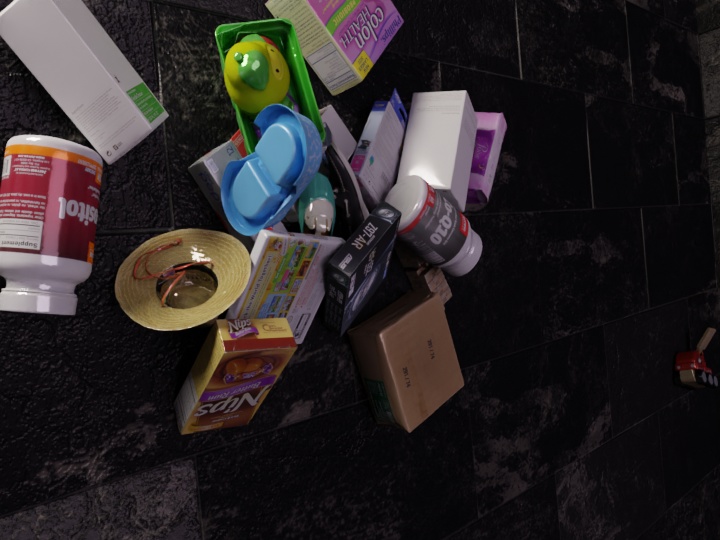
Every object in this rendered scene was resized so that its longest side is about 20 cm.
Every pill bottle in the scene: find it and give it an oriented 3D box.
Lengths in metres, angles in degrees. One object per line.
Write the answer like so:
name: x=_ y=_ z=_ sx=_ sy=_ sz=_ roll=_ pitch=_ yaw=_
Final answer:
pill bottle: x=0.140 y=-0.079 z=1.080 sx=0.198 sy=0.112 sz=0.117 roll=33 pitch=68 yaw=-33
pill bottle: x=-0.388 y=-0.051 z=0.704 sx=0.110 sy=0.111 sz=0.209 roll=8 pitch=83 yaw=-38

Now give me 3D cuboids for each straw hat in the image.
straw hat: x=-0.243 y=0.034 z=0.813 sx=0.200 sy=0.198 sz=0.087 roll=-42 pitch=146 yaw=-32

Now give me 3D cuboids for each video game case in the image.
video game case: x=-0.121 y=0.035 z=0.891 sx=0.179 sy=0.023 sz=0.205 roll=1 pitch=121 yaw=-52

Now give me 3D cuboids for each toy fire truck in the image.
toy fire truck: x=1.211 y=0.313 z=2.036 sx=0.172 sy=0.127 sz=0.208 roll=17 pitch=65 yaw=-37

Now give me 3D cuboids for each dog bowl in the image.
dog bowl: x=-0.126 y=-0.139 z=0.803 sx=0.049 sy=0.200 sz=0.113 roll=-13 pitch=63 yaw=-53

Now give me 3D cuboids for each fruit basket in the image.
fruit basket: x=-0.139 y=-0.281 z=0.852 sx=0.151 sy=0.214 sz=0.224 roll=-17 pitch=98 yaw=-25

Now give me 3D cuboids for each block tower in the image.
block tower: x=0.125 y=-0.012 z=1.170 sx=0.057 sy=0.053 sz=0.205 roll=-36 pitch=110 yaw=-33

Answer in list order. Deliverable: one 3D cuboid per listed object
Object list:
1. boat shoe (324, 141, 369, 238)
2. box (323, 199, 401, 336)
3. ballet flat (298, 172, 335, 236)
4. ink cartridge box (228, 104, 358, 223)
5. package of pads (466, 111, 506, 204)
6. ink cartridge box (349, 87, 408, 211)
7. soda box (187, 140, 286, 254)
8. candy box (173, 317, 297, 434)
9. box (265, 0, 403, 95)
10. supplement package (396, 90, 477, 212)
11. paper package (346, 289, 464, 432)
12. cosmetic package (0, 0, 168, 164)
boat shoe: x=-0.030 y=-0.136 z=1.002 sx=0.059 sy=0.075 sz=0.202 roll=-26 pitch=142 yaw=-1
box: x=0.000 y=0.000 z=0.988 sx=0.043 sy=0.203 sz=0.161 roll=31 pitch=58 yaw=14
ballet flat: x=-0.071 y=-0.060 z=0.953 sx=0.065 sy=0.071 sz=0.207 roll=-2 pitch=113 yaw=-17
ink cartridge box: x=-0.111 y=-0.219 z=0.990 sx=0.177 sy=0.044 sz=0.203 roll=49 pitch=59 yaw=-28
package of pads: x=0.241 y=-0.249 z=1.234 sx=0.076 sy=0.117 sz=0.206 roll=47 pitch=56 yaw=-57
ink cartridge box: x=0.041 y=-0.233 z=1.100 sx=0.120 sy=0.041 sz=0.206 roll=48 pitch=59 yaw=-53
soda box: x=-0.186 y=-0.097 z=0.904 sx=0.063 sy=0.067 sz=0.204 roll=-43 pitch=114 yaw=-32
candy box: x=-0.184 y=0.154 z=0.818 sx=0.114 sy=0.202 sz=0.057 roll=1 pitch=47 yaw=-39
box: x=-0.041 y=-0.467 z=1.029 sx=0.201 sy=0.095 sz=0.179 roll=48 pitch=60 yaw=-28
supplement package: x=0.158 y=-0.238 z=1.147 sx=0.121 sy=0.116 sz=0.208 roll=35 pitch=63 yaw=-61
paper package: x=0.090 y=0.171 z=1.100 sx=0.188 sy=0.102 sz=0.207 roll=-27 pitch=105 yaw=-36
cosmetic package: x=-0.353 y=-0.254 z=0.735 sx=0.083 sy=0.108 sz=0.202 roll=-30 pitch=115 yaw=8
